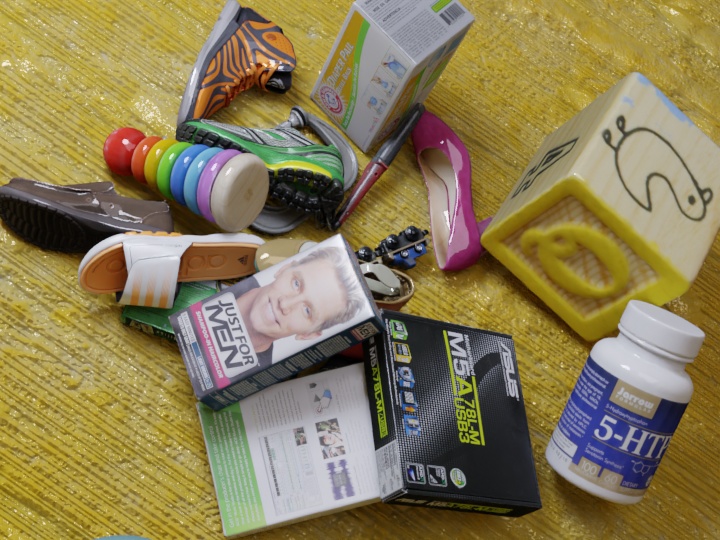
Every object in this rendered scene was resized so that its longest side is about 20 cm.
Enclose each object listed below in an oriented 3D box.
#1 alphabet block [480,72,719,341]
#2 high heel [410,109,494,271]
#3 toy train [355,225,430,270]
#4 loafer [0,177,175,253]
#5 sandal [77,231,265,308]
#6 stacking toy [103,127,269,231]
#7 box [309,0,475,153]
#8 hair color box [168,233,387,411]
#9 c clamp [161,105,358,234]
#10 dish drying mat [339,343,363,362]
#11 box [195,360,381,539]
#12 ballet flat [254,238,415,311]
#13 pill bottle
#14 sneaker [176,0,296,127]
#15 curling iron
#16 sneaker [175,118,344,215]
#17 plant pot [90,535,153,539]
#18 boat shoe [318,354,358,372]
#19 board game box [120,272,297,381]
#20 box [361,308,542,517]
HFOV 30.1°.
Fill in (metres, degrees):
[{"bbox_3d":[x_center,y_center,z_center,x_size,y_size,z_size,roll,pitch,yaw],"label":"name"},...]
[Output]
[{"bbox_3d":[0.293,-0.072,1.558,0.195,0.196,0.200,40,54,-7],"label":"alphabet block"},{"bbox_3d":[0.089,-0.096,1.593,0.096,0.067,0.201,-23,88,-38],"label":"high heel"},{"bbox_3d":[0.000,0.000,1.530,0.199,0.034,0.046,-25,87,-25],"label":"toy train"},{"bbox_3d":[-0.292,-0.060,1.437,0.199,0.073,0.071,16,50,-9],"label":"loafer"},{"bbox_3d":[-0.190,0.002,1.398,0.205,0.079,0.059,-6,47,-17],"label":"sandal"},{"bbox_3d":[-0.198,-0.112,1.455,0.199,0.086,0.085,23,54,29],"label":"stacking toy"},{"bbox_3d":[0.033,-0.247,1.566,0.101,0.200,0.112,45,61,6],"label":"box"},{"bbox_3d":[-0.085,0.053,1.361,0.199,0.061,0.101,-26,68,5],"label":"hair color box"},{"bbox_3d":[-0.104,-0.130,1.561,0.199,0.027,0.171,-30,78,-29],"label":"c clamp"},{"bbox_3d":[0.051,0.098,1.479,0.199,0.018,0.077,21,29,-18],"label":"dish drying mat"},{"bbox_3d":[-0.059,0.184,1.384,0.199,0.036,0.145,-13,71,-6],"label":"box"},{"bbox_3d":[-0.022,0.000,1.452,0.199,0.063,0.069,17,57,-39],"label":"ballet flat"},{"bbox_3d":[0.294,0.141,1.463,0.119,0.120,0.201,20,103,-10],"label":"pill bottle"},{"bbox_3d":[-0.137,-0.227,1.566,0.111,0.078,0.201,25,60,-6],"label":"sneaker"},{"bbox_3d":[0.015,-0.123,1.572,0.025,0.050,0.200,30,69,33],"label":"curling iron"},{"bbox_3d":[-0.114,-0.127,1.514,0.199,0.078,0.086,18,42,-10],"label":"sneaker"},{"bbox_3d":[-0.214,0.324,1.226,0.200,0.201,0.135,36,22,0],"label":"plant pot"},{"bbox_3d":[0.047,0.147,1.456,0.199,0.073,0.063,27,62,0],"label":"boat shoe"},{"bbox_3d":[-0.148,0.044,1.446,0.199,0.023,0.105,20,61,1],"label":"board game box"},{"bbox_3d":[0.095,0.151,1.400,0.192,0.047,0.201,12,58,-34],"label":"box"}]
